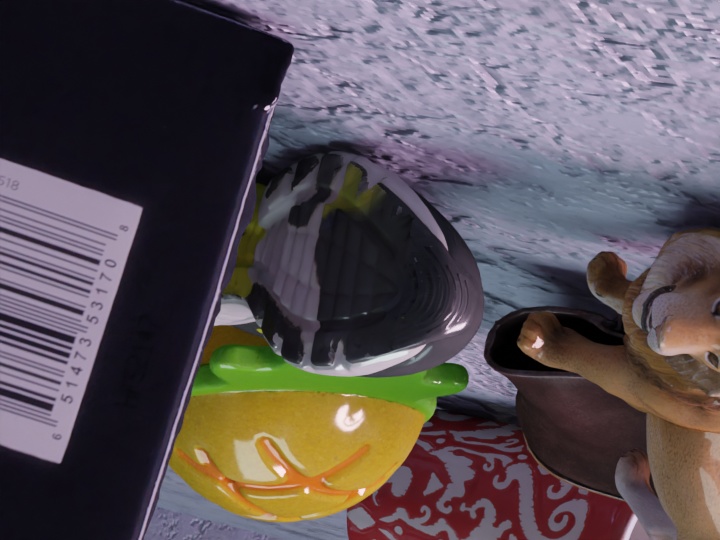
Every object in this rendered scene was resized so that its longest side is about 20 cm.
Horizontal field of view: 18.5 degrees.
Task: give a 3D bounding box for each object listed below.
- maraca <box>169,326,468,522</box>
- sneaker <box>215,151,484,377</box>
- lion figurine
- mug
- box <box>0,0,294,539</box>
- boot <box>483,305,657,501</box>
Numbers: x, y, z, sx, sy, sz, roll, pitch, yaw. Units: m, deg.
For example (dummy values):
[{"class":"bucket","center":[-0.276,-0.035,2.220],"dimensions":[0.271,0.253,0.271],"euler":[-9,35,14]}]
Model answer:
[{"class":"maraca","center":[-0.028,0.057,1.006],"dimensions":[0.137,0.107,0.200],"euler":[2,166,-17]},{"class":"sneaker","center":[0.000,0.000,0.797],"dimensions":[0.085,0.075,0.200],"euler":[15,180,-28]},{"class":"lion figurine","center":[0.117,0.066,0.745],"dimensions":[0.122,0.072,0.200],"euler":[21,136,45]},{"class":"mug","center":[0.112,0.156,1.248],"dimensions":[0.200,0.134,0.177],"euler":[11,167,41]},{"class":"box","center":[-0.123,0.018,0.693],"dimensions":[0.117,0.197,0.200],"euler":[19,169,-13]},{"class":"boot","center":[0.155,0.069,0.879],"dimensions":[0.200,0.072,0.166],"euler":[8,164,18]}]
